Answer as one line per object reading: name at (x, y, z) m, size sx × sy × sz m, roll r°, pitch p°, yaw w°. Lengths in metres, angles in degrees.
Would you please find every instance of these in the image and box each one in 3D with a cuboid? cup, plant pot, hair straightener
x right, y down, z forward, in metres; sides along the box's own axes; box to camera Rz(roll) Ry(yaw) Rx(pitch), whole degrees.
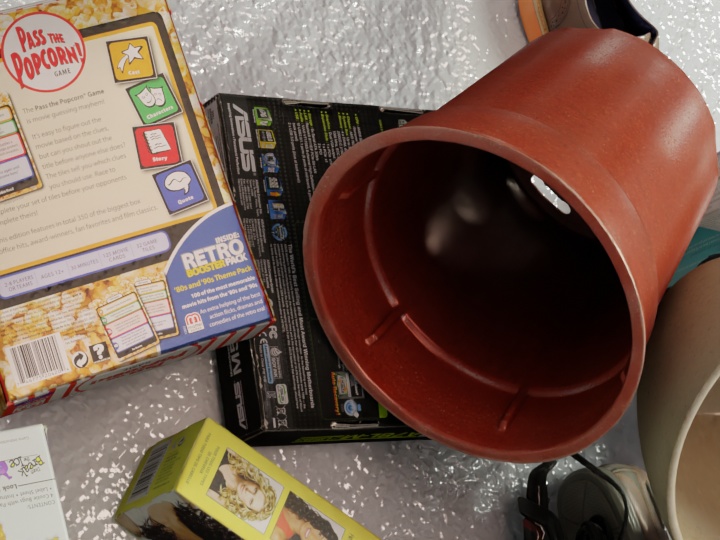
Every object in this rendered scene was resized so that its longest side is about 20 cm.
cup at (0.233, 0.068, 1.007) m, size 0.198 × 0.143 × 0.203 m, roll -7°, pitch 116°, yaw -14°
plant pot at (0.100, -0.031, 1.008) m, size 0.201 × 0.200 × 0.195 m, roll 52°, pitch 43°, yaw -7°
hair straightener at (0.134, 0.202, 1.068) m, size 0.076 × 0.041 × 0.202 m, roll -2°, pitch 70°, yaw 2°

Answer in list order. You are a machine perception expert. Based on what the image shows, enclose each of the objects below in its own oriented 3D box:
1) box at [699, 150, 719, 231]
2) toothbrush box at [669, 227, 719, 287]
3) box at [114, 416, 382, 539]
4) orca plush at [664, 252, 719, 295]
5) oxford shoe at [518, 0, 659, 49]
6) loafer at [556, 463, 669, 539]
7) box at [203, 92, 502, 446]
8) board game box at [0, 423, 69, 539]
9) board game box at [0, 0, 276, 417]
box at (0.299, -0.036, 1.176) m, size 0.198 × 0.041 × 0.039 m, roll 10°, pitch 67°, yaw -28°
toothbrush box at (0.283, 0.037, 1.218) m, size 0.145 × 0.085 × 0.202 m, roll 15°, pitch 65°, yaw -29°
box at (-0.031, 0.160, 0.969) m, size 0.199 × 0.075 × 0.050 m, roll 36°, pitch 55°, yaw -17°
orca plush at (0.268, 0.042, 1.110) m, size 0.198 × 0.071 × 0.106 m, roll 23°, pitch 63°, yaw -23°
oxford shoe at (0.170, -0.121, 1.203) m, size 0.071 × 0.073 × 0.202 m, roll -22°, pitch 87°, yaw -38°
loafer at (0.183, 0.213, 1.101) m, size 0.062 × 0.072 × 0.202 m, roll -7°, pitch 75°, yaw -43°
box at (0.000, 0.000, 1.063) m, size 0.191 × 0.047 × 0.202 m, roll 1°, pitch 72°, yaw -37°
board game box at (-0.188, 0.187, 0.831) m, size 0.104 × 0.103 × 0.202 m, roll -7°, pitch 77°, yaw -36°
board game box at (-0.148, -0.042, 0.950) m, size 0.150 × 0.046 × 0.202 m, roll -16°, pitch 83°, yaw -20°
